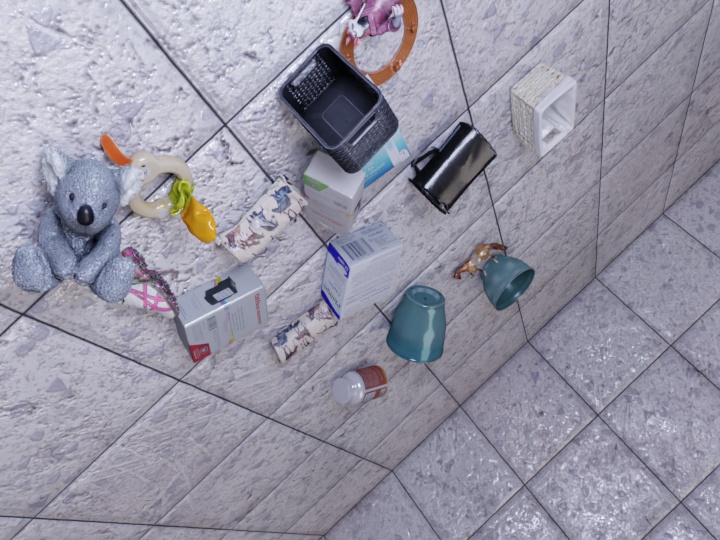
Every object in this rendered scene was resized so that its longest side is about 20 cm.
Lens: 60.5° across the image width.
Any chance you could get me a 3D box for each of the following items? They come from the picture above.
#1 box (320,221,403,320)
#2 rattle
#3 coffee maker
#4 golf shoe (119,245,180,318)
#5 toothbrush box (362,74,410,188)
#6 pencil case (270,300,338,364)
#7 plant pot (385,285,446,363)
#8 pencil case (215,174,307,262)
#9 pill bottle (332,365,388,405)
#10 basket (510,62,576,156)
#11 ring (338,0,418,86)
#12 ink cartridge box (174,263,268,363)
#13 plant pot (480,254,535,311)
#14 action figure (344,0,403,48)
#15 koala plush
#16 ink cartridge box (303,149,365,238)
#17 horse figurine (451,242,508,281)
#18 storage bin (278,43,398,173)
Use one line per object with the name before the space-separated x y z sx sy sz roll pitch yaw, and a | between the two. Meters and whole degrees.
box | 0.000 0.000 1.637 0.181 0.105 0.203 -23 144 -32
rattle | -0.346 -0.126 1.037 0.127 0.146 0.200 -24 157 5
coffee maker | 0.238 -0.247 1.528 0.201 0.193 0.134 -48 133 7
golf shoe | -0.430 0.038 1.208 0.091 0.073 0.201 -33 139 -3
toothbrush box | 0.006 -0.281 1.295 0.145 0.086 0.200 -34 149 3
pencil case | -0.158 0.173 1.691 0.198 0.078 0.091 -36 135 -12
plant pot | 0.192 0.162 2.005 0.196 0.199 0.193 -15 125 -38
pencil case | -0.205 -0.104 1.273 0.199 0.078 0.090 -43 121 1
pill bottle | -0.001 0.397 2.130 0.197 0.113 0.114 -3 133 -47
basket | 0.489 -0.434 1.661 0.135 0.124 0.201 -40 151 -5
ring | 0.041 -0.447 1.211 0.197 0.019 0.203 -31 149 -21
ink cartridge box | -0.315 0.096 1.400 0.197 0.083 0.148 -28 147 -25
plant pot | 0.526 0.027 2.274 0.197 0.135 0.203 -30 149 -20
action figure | 0.035 -0.486 1.101 0.201 0.133 0.149 -51 176 13
koala plush | -0.436 -0.085 0.973 0.172 0.184 0.205 8 112 -22
ink cartridge box | -0.057 -0.157 1.322 0.068 0.115 0.201 -61 174 -21
horse figurine | 0.415 -0.035 2.136 0.130 0.051 0.201 21 122 -38
storage bin | -0.040 -0.294 1.121 0.135 0.201 0.094 -43 150 4
